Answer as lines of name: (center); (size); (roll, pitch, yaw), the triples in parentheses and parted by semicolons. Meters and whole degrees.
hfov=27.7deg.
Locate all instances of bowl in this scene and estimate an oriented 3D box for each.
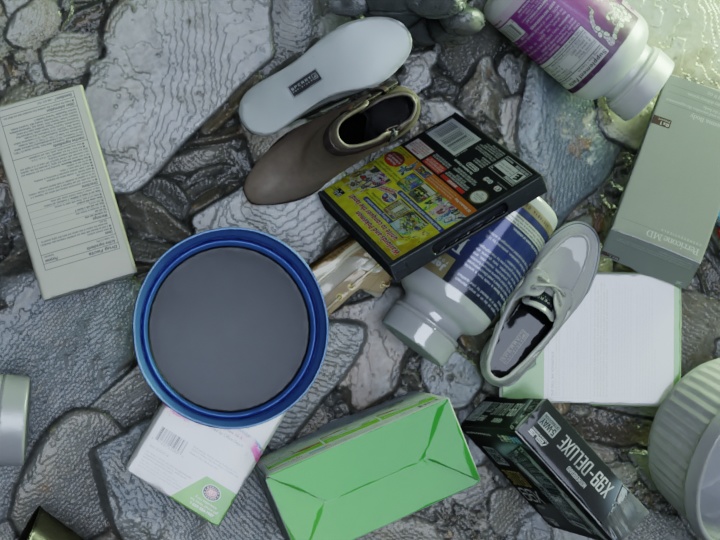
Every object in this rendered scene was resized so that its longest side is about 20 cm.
bowl: (-0.131, 0.059, 1.475); (0.198, 0.039, 0.203); (1, 85, -9)

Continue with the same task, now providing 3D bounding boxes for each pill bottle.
pill bottle: (0.112, -0.003, 1.548); (0.111, 0.111, 0.201); (36, 83, -7)
pill bottle: (-0.431, 0.144, 1.449); (0.197, 0.120, 0.121); (4, 88, -10)
pill bottle: (0.239, -0.257, 1.576); (0.199, 0.112, 0.113); (39, 83, -7)

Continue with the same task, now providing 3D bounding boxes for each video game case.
video game case: (0.070, -0.081, 1.507); (0.180, 0.200, 0.026); (-30, 123, -9)

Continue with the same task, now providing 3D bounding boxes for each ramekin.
ramekin: (0.401, 0.189, 1.564); (0.198, 0.105, 0.202); (-13, 118, -26)

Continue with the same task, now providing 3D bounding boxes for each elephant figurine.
elephant figurine: (0.076, -0.351, 1.555); (0.154, 0.140, 0.203); (20, 74, -50)

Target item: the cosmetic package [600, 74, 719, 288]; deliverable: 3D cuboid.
cosmetic package: (0.341, -0.096, 1.574); (0.106, 0.090, 0.202); (19, 69, 7)

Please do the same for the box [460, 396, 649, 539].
box: (0.196, 0.204, 1.514); (0.050, 0.200, 0.158); (-43, 96, -12)

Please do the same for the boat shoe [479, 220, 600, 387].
boat shoe: (0.191, 0.035, 1.554); (0.072, 0.066, 0.201); (37, 90, 4)

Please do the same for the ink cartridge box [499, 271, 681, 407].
ink cartridge box: (0.252, 0.075, 1.605); (0.197, 0.048, 0.148); (1, 88, 6)

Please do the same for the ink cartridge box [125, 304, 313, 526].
ink cartridge box: (-0.146, 0.147, 1.523); (0.116, 0.067, 0.201); (32, 84, -6)

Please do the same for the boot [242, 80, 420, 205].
boot: (-0.029, -0.132, 1.510); (0.199, 0.146, 0.071); (-34, 96, -8)

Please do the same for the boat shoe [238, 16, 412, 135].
boat shoe: (-0.038, -0.206, 1.534); (0.198, 0.064, 0.071); (-26, 94, 6)

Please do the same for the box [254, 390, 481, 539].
box: (0.000, 0.203, 1.492); (0.198, 0.176, 0.098); (-23, 91, -10)

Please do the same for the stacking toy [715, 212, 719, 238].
stacking toy: (0.472, 0.004, 1.627); (0.109, 0.116, 0.202); (-24, 106, -6)

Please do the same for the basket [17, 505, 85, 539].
basket: (-0.277, 0.364, 1.467); (0.199, 0.136, 0.182); (29, 79, -11)

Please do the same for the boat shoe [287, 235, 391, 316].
boat shoe: (0.000, 0.000, 1.554); (0.199, 0.074, 0.070); (-34, 97, 0)

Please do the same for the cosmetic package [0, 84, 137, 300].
cosmetic package: (-0.306, -0.078, 1.499); (0.104, 0.071, 0.202); (-15, 91, -10)
